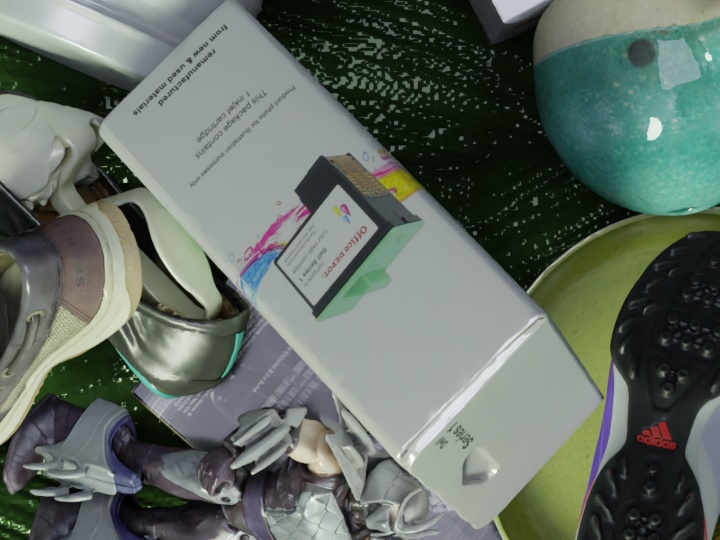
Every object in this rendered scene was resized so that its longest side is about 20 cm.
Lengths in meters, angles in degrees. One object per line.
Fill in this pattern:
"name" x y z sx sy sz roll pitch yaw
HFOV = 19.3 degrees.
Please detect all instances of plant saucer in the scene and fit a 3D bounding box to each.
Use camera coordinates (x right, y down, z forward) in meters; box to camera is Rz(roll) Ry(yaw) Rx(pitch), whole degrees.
"plant saucer" 0.148 0.071 0.978 0.198 0.031 0.202 0 93 -9

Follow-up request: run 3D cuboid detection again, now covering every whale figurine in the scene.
"whale figurine" 0.175 -0.079 0.924 0.198 0.159 0.105 -3 82 10

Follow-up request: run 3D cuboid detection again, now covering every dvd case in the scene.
"dvd case" 0.015 0.066 0.999 0.200 0.016 0.149 40 88 2

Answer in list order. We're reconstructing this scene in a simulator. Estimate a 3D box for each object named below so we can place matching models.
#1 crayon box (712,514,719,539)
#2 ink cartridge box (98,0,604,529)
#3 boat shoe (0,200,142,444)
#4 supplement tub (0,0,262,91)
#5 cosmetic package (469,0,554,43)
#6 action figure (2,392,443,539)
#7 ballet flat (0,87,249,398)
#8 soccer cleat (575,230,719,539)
"crayon box" 0.190 0.163 0.949 0.200 0.051 0.127 -41 98 -5
"ink cartridge box" 0.000 0.000 0.897 0.084 0.145 0.200 -43 67 0
"boat shoe" -0.169 0.030 0.923 0.064 0.200 0.072 -3 68 -41
"supplement tub" -0.091 -0.188 0.945 0.139 0.140 0.201 22 88 1
"cosmetic package" 0.140 -0.173 0.973 0.199 0.083 0.051 -28 88 0
"action figure" -0.057 0.106 0.947 0.198 0.070 0.131 1 127 19
"ballet flat" -0.124 -0.030 0.959 0.200 0.068 0.068 43 130 -4
"soccer cleat" 0.132 0.074 0.917 0.068 0.073 0.201 14 60 9
